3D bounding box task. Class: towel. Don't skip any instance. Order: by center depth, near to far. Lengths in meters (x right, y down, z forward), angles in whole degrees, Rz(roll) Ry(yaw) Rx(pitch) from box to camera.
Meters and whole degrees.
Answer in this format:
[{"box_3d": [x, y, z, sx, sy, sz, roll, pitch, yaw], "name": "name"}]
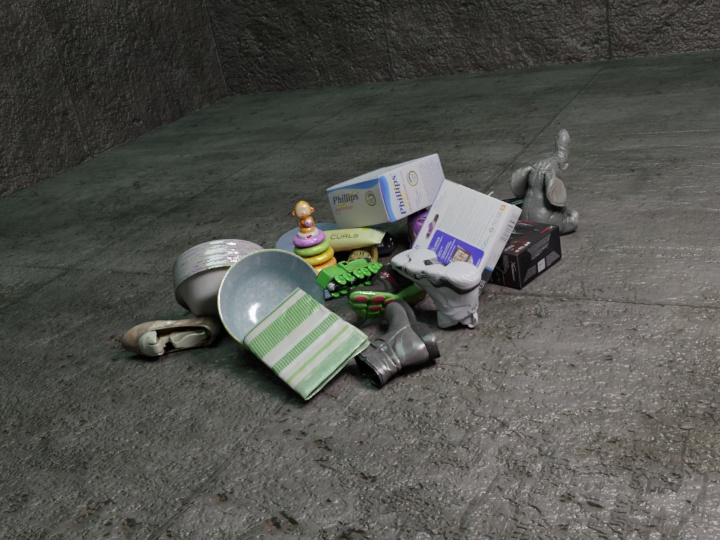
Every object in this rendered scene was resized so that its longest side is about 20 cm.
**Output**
[{"box_3d": [-0.098, 0.121, 1.350, 0.152, 0.024, 0.199, -40, 48, -20], "name": "towel"}]

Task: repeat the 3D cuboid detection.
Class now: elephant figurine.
[{"box_3d": [0.389, -0.178, 1.685, 0.140, 0.202, 0.156, -7, 24, 12], "name": "elephant figurine"}]

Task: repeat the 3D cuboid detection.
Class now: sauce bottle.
[{"box_3d": [0.000, 0.000, 1.648, 0.064, 0.065, 0.201, -8, 24, 9], "name": "sauce bottle"}]

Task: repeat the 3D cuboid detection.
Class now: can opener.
[{"box_3d": [-0.018, -0.056, 1.767, 0.197, 0.064, 0.079, -5, -19, -7], "name": "can opener"}]

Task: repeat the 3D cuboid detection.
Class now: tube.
[{"box_3d": [-0.040, -0.067, 1.695, 0.197, 0.052, 0.059, -5, 68, 22], "name": "tube"}]

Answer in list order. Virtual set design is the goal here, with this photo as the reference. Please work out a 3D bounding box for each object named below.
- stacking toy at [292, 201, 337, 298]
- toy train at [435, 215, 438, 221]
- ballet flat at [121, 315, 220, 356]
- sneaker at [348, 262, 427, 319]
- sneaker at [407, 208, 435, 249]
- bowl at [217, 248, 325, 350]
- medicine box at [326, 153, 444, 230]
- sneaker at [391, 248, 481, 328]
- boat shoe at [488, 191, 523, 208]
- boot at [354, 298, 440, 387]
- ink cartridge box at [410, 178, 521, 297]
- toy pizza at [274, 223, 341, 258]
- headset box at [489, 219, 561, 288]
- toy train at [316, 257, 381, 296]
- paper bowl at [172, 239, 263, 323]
[{"box_3d": [-0.100, -0.047, 1.629, 0.114, 0.202, 0.110, -11, 23, -1], "name": "stacking toy"}, {"box_3d": [0.198, -0.103, 1.743, 0.041, 0.057, 0.200, 16, 2, -7], "name": "toy train"}, {"box_3d": [-0.372, 0.131, 1.531, 0.197, 0.069, 0.067, -14, 26, -1], "name": "ballet flat"}, {"box_3d": [0.047, 0.034, 1.489, 0.198, 0.077, 0.084, -12, 55, -42], "name": "sneaker"}, {"box_3d": [0.139, -0.085, 1.742, 0.079, 0.090, 0.201, -11, 24, -1], "name": "sneaker"}, {"box_3d": [-0.167, 0.073, 1.481, 0.198, 0.202, 0.108, -18, -19, -15], "name": "bowl"}, {"box_3d": [0.060, -0.171, 1.746, 0.199, 0.104, 0.181, -26, 13, -39], "name": "medicine box"}, {"box_3d": [0.136, 0.035, 1.430, 0.075, 0.116, 0.199, -29, 32, -36], "name": "sneaker"}, {"box_3d": [0.302, -0.140, 1.811, 0.197, 0.069, 0.074, -3, 24, 21], "name": "boat shoe"}, {"box_3d": [0.042, 0.120, 1.358, 0.130, 0.071, 0.200, -24, 20, -10], "name": "boot"}, {"box_3d": [0.194, -0.061, 1.535, 0.043, 0.200, 0.199, 21, 7, -40], "name": "ink cartridge box"}, {"box_3d": [-0.103, -0.056, 1.856, 0.197, 0.032, 0.201, -5, 29, 3], "name": "toy pizza"}, {"box_3d": [0.281, -0.043, 1.592, 0.148, 0.078, 0.199, -30, 30, -35], "name": "headset box"}, {"box_3d": [-0.018, 0.007, 1.498, 0.056, 0.042, 0.199, 38, 24, 17], "name": "toy train"}, {"box_3d": [-0.272, 0.032, 1.574, 0.198, 0.201, 0.106, -12, 62, 1], "name": "paper bowl"}]
